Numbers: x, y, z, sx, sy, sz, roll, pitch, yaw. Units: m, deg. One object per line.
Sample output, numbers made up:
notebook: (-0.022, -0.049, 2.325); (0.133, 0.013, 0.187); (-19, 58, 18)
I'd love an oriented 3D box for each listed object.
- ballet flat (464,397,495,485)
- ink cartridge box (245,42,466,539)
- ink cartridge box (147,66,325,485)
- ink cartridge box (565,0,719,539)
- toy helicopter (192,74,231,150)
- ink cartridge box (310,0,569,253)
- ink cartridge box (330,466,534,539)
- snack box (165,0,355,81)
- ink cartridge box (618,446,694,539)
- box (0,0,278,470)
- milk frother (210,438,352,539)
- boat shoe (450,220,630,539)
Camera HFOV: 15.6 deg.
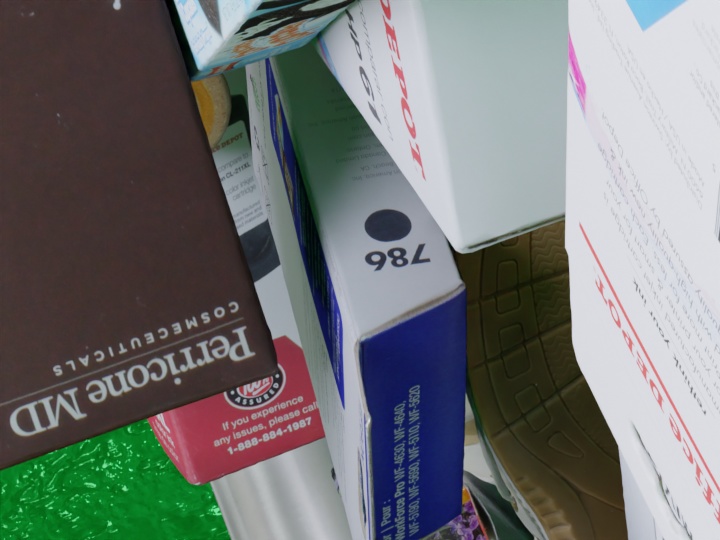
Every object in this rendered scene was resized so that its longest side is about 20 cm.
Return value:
ballet flat: (0.046, 0.024, 0.870); (0.067, 0.070, 0.201); (-121, 14, -49)
ink cartridge box: (0.000, 0.000, 0.771); (0.100, 0.039, 0.200); (89, 170, -47)
ink cartridge box: (-0.031, -0.046, 0.941); (0.083, 0.145, 0.201); (-128, 19, -60)
ink cartridge box: (0.092, -0.005, 0.517); (0.200, 0.068, 0.115); (85, 164, -57)
toy helicopter: (-0.058, -0.122, 0.818); (0.079, 0.132, 0.201); (-122, 41, -55)
ink cartridge box: (0.019, -0.118, 0.668); (0.200, 0.084, 0.145); (-125, 18, -57)
ink cartridge box: (0.051, 0.117, 0.921); (0.109, 0.050, 0.200); (45, -176, -13)
snack box: (-0.034, -0.113, 0.609); (0.200, 0.037, 0.117); (166, 86, -81)
ink cartridge box: (0.118, 0.085, 0.643); (0.174, 0.043, 0.200); (78, 169, -47)
box: (-0.100, -0.055, 0.691); (0.075, 0.100, 0.201); (-126, 17, -69)
milk frother: (-0.039, 0.165, 1.298); (0.181, 0.199, 0.189); (83, 165, -71)
boat shoe: (0.063, 0.040, 0.791); (0.069, 0.071, 0.201); (-133, 23, -65)
